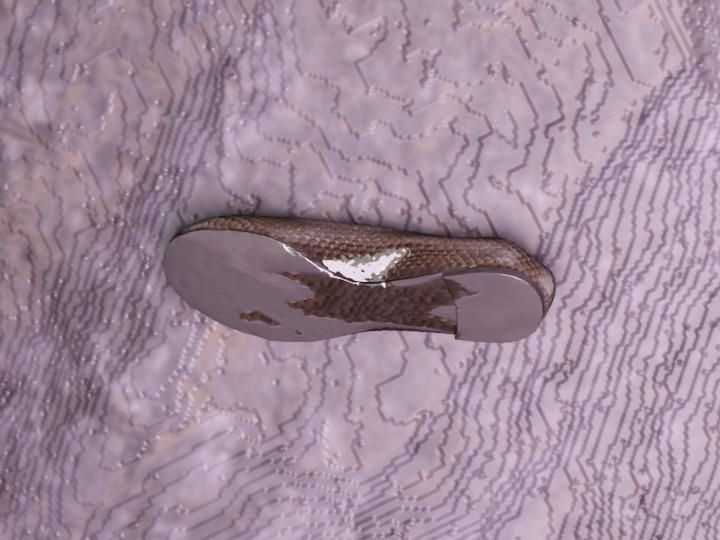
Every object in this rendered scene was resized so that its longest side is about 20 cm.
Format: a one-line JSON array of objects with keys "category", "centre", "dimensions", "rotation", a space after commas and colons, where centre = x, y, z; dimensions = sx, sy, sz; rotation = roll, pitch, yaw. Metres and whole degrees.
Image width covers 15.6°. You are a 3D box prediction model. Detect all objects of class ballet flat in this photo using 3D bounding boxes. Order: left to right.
[{"category": "ballet flat", "centre": [0.000, 0.000, 1.313], "dimensions": [0.199, 0.046, 0.068], "rotation": [3, 127, 15]}]
